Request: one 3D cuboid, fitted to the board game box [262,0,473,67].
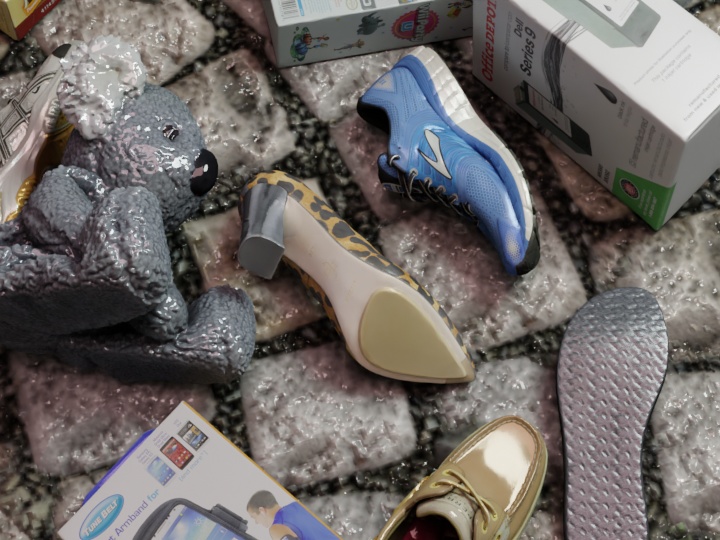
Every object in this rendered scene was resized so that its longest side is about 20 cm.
[{"bbox_3d":[0.015,-0.253,1.130,0.197,0.065,0.149,-11,64,-6],"label":"board game box"}]

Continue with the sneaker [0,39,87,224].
[{"bbox_3d":[-0.259,-0.094,1.031,0.086,0.076,0.202,13,60,10],"label":"sneaker"}]

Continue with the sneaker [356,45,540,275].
[{"bbox_3d":[0.063,-0.069,1.039,0.088,0.079,0.201,-31,61,-5],"label":"sneaker"}]

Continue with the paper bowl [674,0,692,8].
[{"bbox_3d":[0.183,-0.277,1.072,0.104,0.201,0.200,-44,71,-7],"label":"paper bowl"}]

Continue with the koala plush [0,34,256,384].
[{"bbox_3d":[-0.165,-0.045,0.959,0.181,0.178,0.203,-2,62,24],"label":"koala plush"}]

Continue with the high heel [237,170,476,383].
[{"bbox_3d":[0.000,0.000,1.010,0.199,0.072,0.143,32,20,-15],"label":"high heel"}]

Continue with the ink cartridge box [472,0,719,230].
[{"bbox_3d":[0.177,-0.147,1.032,0.084,0.146,0.200,-42,70,-14],"label":"ink cartridge box"}]

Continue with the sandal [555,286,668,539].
[{"bbox_3d":[0.167,0.108,0.965,0.075,0.043,0.203,7,72,10],"label":"sandal"}]

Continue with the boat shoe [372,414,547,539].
[{"bbox_3d":[0.058,0.169,0.909,0.074,0.067,0.201,34,66,14],"label":"boat shoe"}]

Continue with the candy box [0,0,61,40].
[{"bbox_3d":[-0.312,-0.288,1.140,0.199,0.056,0.116,36,67,16],"label":"candy box"}]

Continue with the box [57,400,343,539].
[{"bbox_3d":[-0.100,0.172,0.887,0.199,0.042,0.119,35,73,31],"label":"box"}]
